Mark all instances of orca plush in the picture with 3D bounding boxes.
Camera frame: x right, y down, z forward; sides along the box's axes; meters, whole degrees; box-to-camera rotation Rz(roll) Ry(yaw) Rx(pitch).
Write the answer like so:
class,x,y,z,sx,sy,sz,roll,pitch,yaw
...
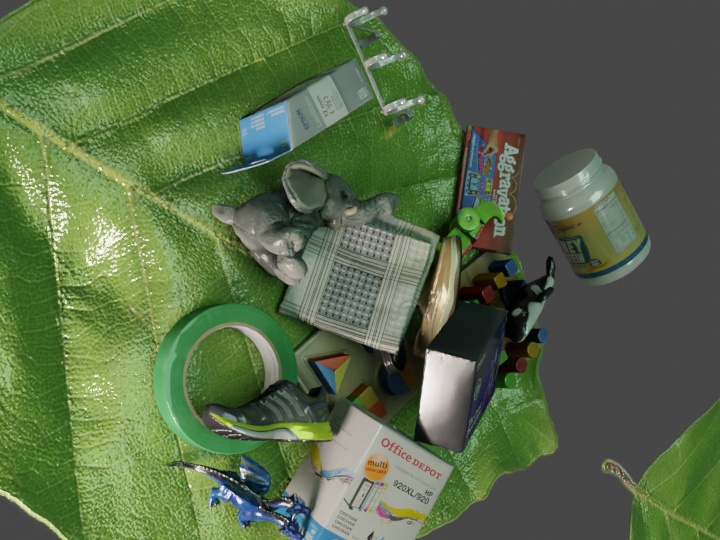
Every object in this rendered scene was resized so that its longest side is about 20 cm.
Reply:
class,x,y,z,sx,sy,sz,roll,pitch,yaw
orca plush,0.256,0.037,1.482,0.071,0.106,0.200,35,51,6

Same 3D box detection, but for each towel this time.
class,x,y,z,sx,sy,sz,roll,pitch,yaw
towel,0.000,0.000,1.375,0.190,0.035,0.203,19,73,6

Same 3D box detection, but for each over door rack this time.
class,x,y,z,sx,sy,sz,roll,pitch,yaw
over door rack,0.040,-0.299,1.374,0.066,0.200,0.150,-23,91,9

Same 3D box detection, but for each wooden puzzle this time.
class,x,y,z,sx,sy,sz,roll,pitch,yaw
wooden puzzle,0.006,0.150,1.416,0.200,0.046,0.187,-42,109,-28

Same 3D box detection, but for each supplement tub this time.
class,x,y,z,sx,sy,sz,roll,pitch,yaw
supplement tub,0.398,-0.093,1.632,0.145,0.144,0.201,-43,109,-27

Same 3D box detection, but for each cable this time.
class,x,y,z,sx,sy,sz,roll,pitch,yaw
cable,0.040,0.058,1.425,0.097,0.050,0.204,18,64,-61

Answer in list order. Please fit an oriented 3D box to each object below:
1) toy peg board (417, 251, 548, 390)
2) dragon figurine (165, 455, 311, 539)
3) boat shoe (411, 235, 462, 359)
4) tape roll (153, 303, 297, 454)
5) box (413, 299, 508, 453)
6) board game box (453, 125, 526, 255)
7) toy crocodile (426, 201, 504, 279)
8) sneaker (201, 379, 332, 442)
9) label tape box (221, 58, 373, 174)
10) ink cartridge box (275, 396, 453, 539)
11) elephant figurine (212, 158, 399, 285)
class,x,y,z,sx,sy,sz,roll,pitch,yaw
toy peg board,0.227,0.087,1.535,0.198,0.097,0.202,-35,106,-29
dragon figurine,-0.157,0.290,1.257,0.199,0.099,0.059,41,48,-7
boat shoe,0.110,0.043,1.421,0.075,0.072,0.204,9,106,9
tape roll,-0.182,0.147,1.292,0.198,0.048,0.205,2,86,-33
box,0.146,0.146,1.347,0.200,0.078,0.144,-41,138,-63
board game box,0.212,-0.133,1.557,0.101,0.019,0.204,9,81,-2
toy crocodile,0.146,-0.038,1.490,0.062,0.068,0.200,43,75,5
sneaker,-0.124,0.187,1.265,0.198,0.073,0.083,11,74,-39
label tape box,-0.099,-0.212,1.312,0.199,0.142,0.067,-35,106,-30
ink cartridge box,0.002,0.311,1.322,0.146,0.144,0.202,34,83,-26
elephant figurine,-0.073,-0.090,1.334,0.201,0.141,0.156,-49,126,-19
